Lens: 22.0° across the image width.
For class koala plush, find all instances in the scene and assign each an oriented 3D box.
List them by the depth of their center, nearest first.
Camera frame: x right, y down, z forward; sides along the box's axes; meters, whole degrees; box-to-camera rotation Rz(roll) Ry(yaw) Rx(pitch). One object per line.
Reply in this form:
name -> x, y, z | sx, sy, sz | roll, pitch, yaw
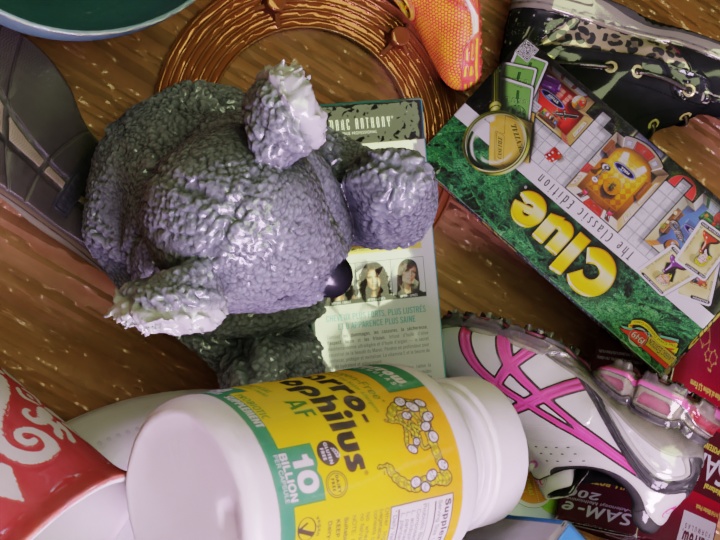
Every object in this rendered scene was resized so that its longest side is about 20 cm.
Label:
koala plush -> -0.067, -0.025, 0.967 | 0.184, 0.200, 0.177 | 34, 90, -2

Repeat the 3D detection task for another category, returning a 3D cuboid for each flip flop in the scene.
flip flop -> -0.181, -0.063, 1.069 | 0.200, 0.058, 0.081 | 43, 68, -26

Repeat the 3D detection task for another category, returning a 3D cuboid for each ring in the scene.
ring -> -0.029, -0.086, 1.138 | 0.200, 0.019, 0.201 | 2, 84, -20

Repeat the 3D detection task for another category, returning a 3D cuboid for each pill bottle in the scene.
pill bottle -> -0.011, 0.108, 0.960 | 0.200, 0.113, 0.113 | -6, 87, -40

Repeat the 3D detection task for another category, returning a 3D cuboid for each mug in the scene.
mug -> -0.238, 0.090, 0.948 | 0.200, 0.178, 0.133 | 42, 102, 14

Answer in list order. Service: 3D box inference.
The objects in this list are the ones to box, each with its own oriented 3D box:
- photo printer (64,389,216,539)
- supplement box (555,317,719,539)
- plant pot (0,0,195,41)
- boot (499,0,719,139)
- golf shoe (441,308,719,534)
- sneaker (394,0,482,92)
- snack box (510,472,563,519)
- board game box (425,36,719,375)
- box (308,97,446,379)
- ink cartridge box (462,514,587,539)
photo printer -> -0.097, 0.169, 1.064 | 0.166, 0.069, 0.200 | -5, 87, -19
supplement box -> 0.192, 0.073, 1.152 | 0.109, 0.061, 0.200 | 26, 76, -52
plant pot -> -0.169, -0.217, 1.040 | 0.200, 0.135, 0.200 | 2, 85, -18
boot -> 0.168, -0.082, 1.178 | 0.203, 0.073, 0.154 | 21, 81, -10
golf shoe -> 0.109, 0.084, 1.090 | 0.073, 0.200, 0.092 | 28, 85, -53
sneaker -> 0.023, -0.201, 1.148 | 0.077, 0.073, 0.200 | -21, 84, -7
snack box -> 0.056, 0.208, 1.122 | 0.142, 0.053, 0.200 | -2, 86, -20
board game box -> 0.139, -0.039, 1.110 | 0.200, 0.023, 0.105 | 41, 90, 13
box -> 0.000, 0.000, 1.105 | 0.082, 0.049, 0.200 | -5, 92, -17
ink cartridge box -> 0.125, 0.232, 1.039 | 0.200, 0.146, 0.086 | 47, 71, -11
